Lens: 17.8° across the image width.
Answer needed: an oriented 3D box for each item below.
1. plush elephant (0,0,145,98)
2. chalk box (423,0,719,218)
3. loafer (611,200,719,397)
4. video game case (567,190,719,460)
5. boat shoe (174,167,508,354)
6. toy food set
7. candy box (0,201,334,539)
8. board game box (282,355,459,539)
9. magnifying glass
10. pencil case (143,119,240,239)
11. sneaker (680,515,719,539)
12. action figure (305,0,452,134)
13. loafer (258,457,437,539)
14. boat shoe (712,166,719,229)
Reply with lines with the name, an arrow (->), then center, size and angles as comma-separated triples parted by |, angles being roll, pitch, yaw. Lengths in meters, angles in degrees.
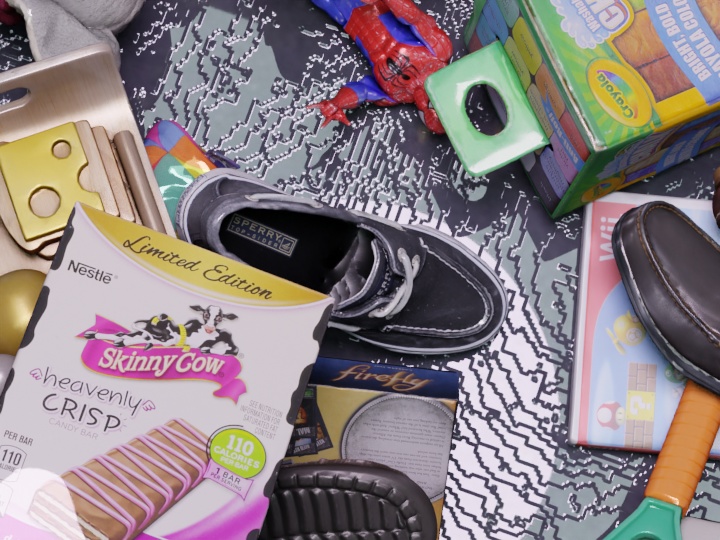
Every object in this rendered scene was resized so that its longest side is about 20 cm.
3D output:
plush elephant -> -0.178, -0.177, 1.243 | 0.154, 0.200, 0.165 | 37, 73, -12
chalk box -> 0.135, -0.117, 1.232 | 0.199, 0.124, 0.125 | -24, 79, -13
loafer -> 0.214, 0.037, 1.216 | 0.200, 0.072, 0.073 | 49, 51, 3
video game case -> 0.219, 0.035, 1.272 | 0.198, 0.017, 0.144 | 5, 80, 0
boat shoe -> 0.000, 0.000, 1.214 | 0.199, 0.068, 0.072 | 24, 93, -26
toy food set -> -0.161, -0.003, 1.149 | 0.143, 0.060, 0.201 | -19, 77, -6
candy box -> -0.106, 0.086, 1.073 | 0.135, 0.061, 0.201 | 20, 67, -6
board game box -> -0.054, 0.109, 1.210 | 0.198, 0.035, 0.136 | 7, 114, 0
magnifying glass -> 0.151, 0.141, 1.196 | 0.079, 0.022, 0.201 | 16, 56, 17
pencil case -> -0.141, 0.007, 1.240 | 0.200, 0.088, 0.088 | -44, 83, -7
sneaker -> 0.150, 0.178, 1.226 | 0.198, 0.074, 0.080 | -9, 57, -2
action figure -> -0.018, -0.153, 1.265 | 0.065, 0.099, 0.200 | -41, 83, 25
loafer -> -0.056, 0.129, 1.160 | 0.198, 0.071, 0.074 | -8, 103, 15
boat shoe -> 0.286, -0.014, 1.236 | 0.198, 0.070, 0.071 | 9, 75, 0
